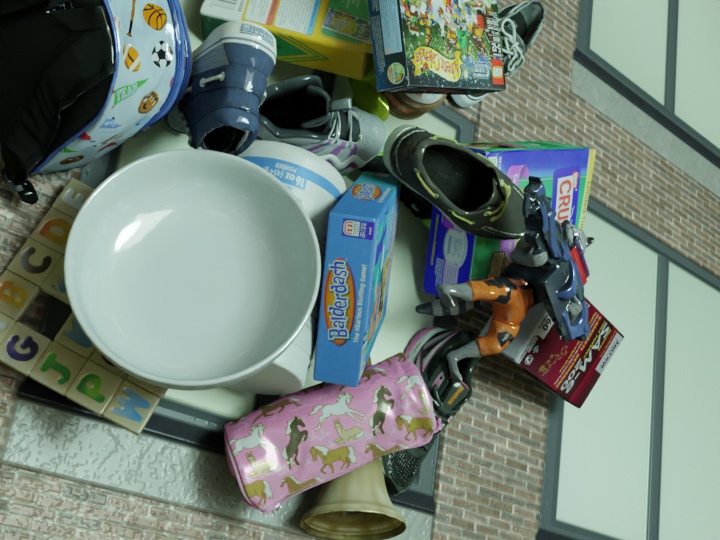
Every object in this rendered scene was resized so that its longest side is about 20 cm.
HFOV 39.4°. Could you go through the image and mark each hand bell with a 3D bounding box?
[{"bbox_3d":[-0.004,0.157,1.004,0.103,0.104,0.203,25,53,-35],"label":"hand bell"}]

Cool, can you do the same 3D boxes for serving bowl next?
[{"bbox_3d":[-0.132,0.005,0.801,0.197,0.066,0.203,4,65,-8],"label":"serving bowl"}]

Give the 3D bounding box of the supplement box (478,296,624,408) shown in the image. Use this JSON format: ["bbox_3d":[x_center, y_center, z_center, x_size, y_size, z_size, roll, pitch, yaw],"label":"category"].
[{"bbox_3d":[0.227,0.078,1.169,0.110,0.061,0.199,-57,141,-1],"label":"supplement box"}]

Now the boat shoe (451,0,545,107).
[{"bbox_3d":[0.176,-0.278,1.264,0.199,0.068,0.074,-46,110,-38],"label":"boat shoe"}]

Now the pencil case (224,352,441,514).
[{"bbox_3d":[-0.025,0.147,0.920,0.198,0.083,0.088,-22,120,-10],"label":"pencil case"}]

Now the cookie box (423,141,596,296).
[{"bbox_3d":[0.172,-0.060,1.148,0.198,0.075,0.174,-8,110,-42],"label":"cookie box"}]

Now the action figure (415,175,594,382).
[{"bbox_3d":[0.154,-0.004,1.020,0.192,0.104,0.202,-29,121,-20],"label":"action figure"}]

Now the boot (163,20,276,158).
[{"bbox_3d":[-0.135,-0.134,0.867,0.072,0.199,0.092,15,72,-22],"label":"boot"}]

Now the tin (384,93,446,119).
[{"bbox_3d":[0.069,-0.273,1.189,0.111,0.042,0.202,34,60,-27],"label":"tin"}]

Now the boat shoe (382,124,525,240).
[{"bbox_3d":[0.111,-0.078,1.003,0.200,0.060,0.072,26,92,-33],"label":"boat shoe"}]

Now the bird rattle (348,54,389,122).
[{"bbox_3d":[0.039,-0.260,1.095,0.160,0.113,0.203,4,68,-2],"label":"bird rattle"}]

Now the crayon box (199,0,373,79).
[{"bbox_3d":[-0.048,-0.270,1.003,0.197,0.052,0.127,13,67,0],"label":"crayon box"}]

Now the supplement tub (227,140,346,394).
[{"bbox_3d":[-0.091,-0.002,0.918,0.131,0.131,0.203,27,62,-34],"label":"supplement tub"}]

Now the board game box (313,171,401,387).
[{"bbox_3d":[0.000,0.000,0.950,0.200,0.044,0.155,-59,156,-73],"label":"board game box"}]

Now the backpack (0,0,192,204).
[{"bbox_3d":[-0.221,-0.181,0.803,0.153,0.189,0.203,-24,95,-42],"label":"backpack"}]

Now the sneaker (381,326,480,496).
[{"bbox_3d":[0.071,0.138,1.060,0.080,0.086,0.202,39,58,-26],"label":"sneaker"}]

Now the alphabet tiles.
[{"bbox_3d":[-0.202,0.011,0.827,0.165,0.008,0.202,26,63,4],"label":"alphabet tiles"}]

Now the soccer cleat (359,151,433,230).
[{"bbox_3d":[0.075,-0.090,1.136,0.198,0.067,0.082,11,85,-40],"label":"soccer cleat"}]

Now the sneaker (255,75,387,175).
[{"bbox_3d":[-0.034,-0.143,0.975,0.198,0.139,0.079,-8,83,-32],"label":"sneaker"}]

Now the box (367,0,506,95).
[{"bbox_3d":[0.077,-0.245,0.987,0.199,0.037,0.139,-13,97,-55],"label":"box"}]
